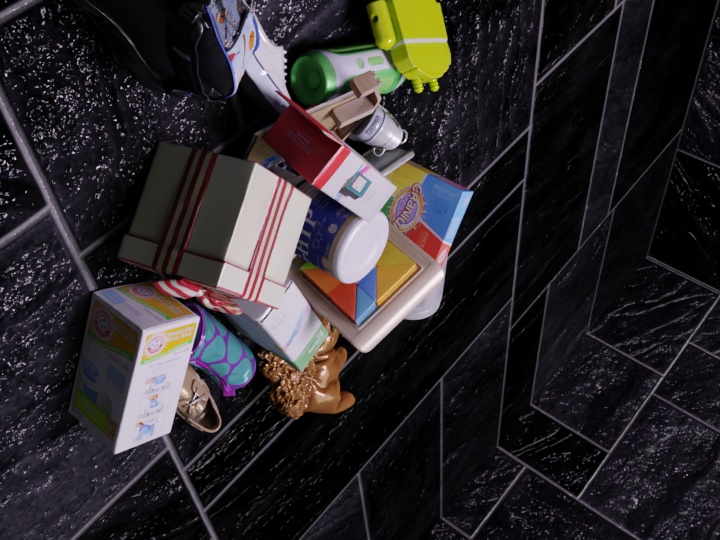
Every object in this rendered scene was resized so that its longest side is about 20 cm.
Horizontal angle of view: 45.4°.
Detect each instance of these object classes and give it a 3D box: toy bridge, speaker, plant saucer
[{"bbox_3d":[-0.009,-0.226,1.217,0.067,0.027,0.200,-30,174,-23],"label":"toy bridge"},{"bbox_3d":[-0.014,-0.298,1.295,0.200,0.088,0.089,-25,137,-47],"label":"speaker"},{"bbox_3d":[-0.006,-0.155,1.428,0.200,0.050,0.200,-35,-175,3],"label":"plant saucer"}]

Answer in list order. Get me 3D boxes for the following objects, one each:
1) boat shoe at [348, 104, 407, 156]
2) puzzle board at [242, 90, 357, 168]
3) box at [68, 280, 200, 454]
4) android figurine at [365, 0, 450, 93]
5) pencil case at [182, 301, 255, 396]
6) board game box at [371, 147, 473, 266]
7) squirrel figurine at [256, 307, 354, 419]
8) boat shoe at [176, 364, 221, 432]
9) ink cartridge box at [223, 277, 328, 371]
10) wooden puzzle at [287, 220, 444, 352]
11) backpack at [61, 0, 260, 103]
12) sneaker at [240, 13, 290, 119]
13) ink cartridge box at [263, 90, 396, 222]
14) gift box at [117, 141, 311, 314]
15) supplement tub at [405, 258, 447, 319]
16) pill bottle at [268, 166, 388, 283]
[{"bbox_3d":[0.030,-0.220,1.339,0.075,0.086,0.202,-57,-163,5],"label":"boat shoe"},{"bbox_3d":[-0.086,-0.200,1.243,0.200,0.017,0.151,-28,173,-27],"label":"puzzle board"},{"bbox_3d":[-0.313,0.130,1.187,0.101,0.112,0.201,-14,130,-52],"label":"box"},{"bbox_3d":[0.080,-0.372,1.321,0.182,0.041,0.201,-23,99,-51],"label":"android figurine"},{"bbox_3d":[-0.236,0.125,1.338,0.200,0.085,0.093,53,35,-61],"label":"pencil case"},{"bbox_3d":[0.082,-0.112,1.522,0.040,0.200,0.153,-9,124,-57],"label":"board game box"},{"bbox_3d":[-0.095,0.163,1.573,0.200,0.141,0.187,-17,124,-56],"label":"squirrel figurine"},{"bbox_3d":[-0.272,0.200,1.380,0.071,0.064,0.200,-50,152,-17],"label":"boat shoe"},{"bbox_3d":[-0.152,0.059,1.355,0.088,0.145,0.200,-54,152,-13],"label":"ink cartridge box"},{"bbox_3d":[0.000,0.000,1.334,0.185,0.200,0.037,-43,159,-13],"label":"wooden puzzle"},{"bbox_3d":[-0.198,-0.276,0.923,0.154,0.199,0.191,-61,159,-27],"label":"backpack"},{"bbox_3d":[-0.124,-0.270,1.154,0.071,0.073,0.200,-52,152,-9],"label":"sneaker"},{"bbox_3d":[-0.048,-0.150,1.151,0.067,0.116,0.200,-51,147,6],"label":"ink cartridge box"},{"bbox_3d":[-0.198,-0.047,1.143,0.184,0.199,0.187,27,78,-59],"label":"gift box"},{"bbox_3d":[0.109,-0.013,1.740,0.132,0.132,0.200,-37,146,-36],"label":"supplement tub"},{"bbox_3d":[-0.068,-0.076,1.301,0.120,0.200,0.120,-40,147,-33],"label":"pill bottle"}]
